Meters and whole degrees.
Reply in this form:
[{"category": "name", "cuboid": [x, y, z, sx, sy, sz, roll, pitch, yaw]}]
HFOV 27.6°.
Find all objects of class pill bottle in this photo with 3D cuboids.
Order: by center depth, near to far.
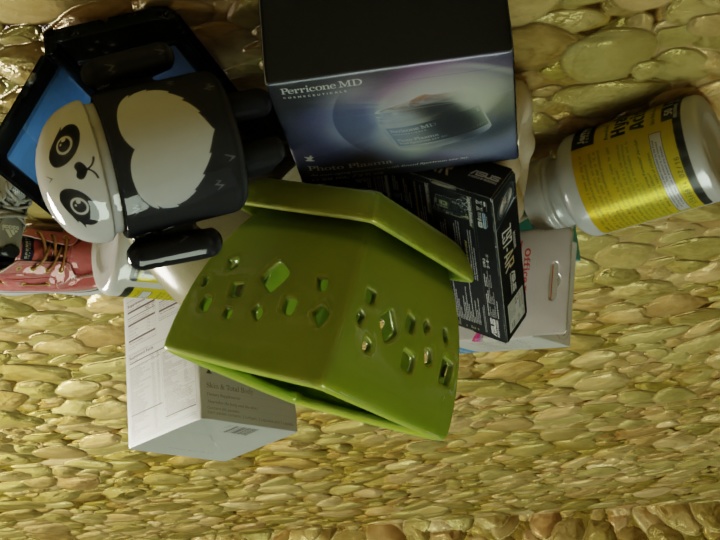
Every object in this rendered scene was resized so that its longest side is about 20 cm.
[{"category": "pill bottle", "cuboid": [0.268, -0.099, 1.500, 0.200, 0.111, 0.111, -17, 156, 27]}, {"category": "pill bottle", "cuboid": [-0.181, -0.021, 1.590, 0.200, 0.113, 0.112, 6, 157, -26]}]

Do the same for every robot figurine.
[{"category": "robot figurine", "cuboid": [-0.166, -0.095, 1.208, 0.200, 0.150, 0.125, -14, 139, -14]}]

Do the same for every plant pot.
[{"category": "plant pot", "cuboid": [-0.024, 0.029, 1.315, 0.200, 0.182, 0.199, 9, 167, 39]}]

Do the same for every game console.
[{"category": "game console", "cuboid": [-0.210, -0.126, 1.306, 0.176, 0.117, 0.200, -10, 159, 12]}]

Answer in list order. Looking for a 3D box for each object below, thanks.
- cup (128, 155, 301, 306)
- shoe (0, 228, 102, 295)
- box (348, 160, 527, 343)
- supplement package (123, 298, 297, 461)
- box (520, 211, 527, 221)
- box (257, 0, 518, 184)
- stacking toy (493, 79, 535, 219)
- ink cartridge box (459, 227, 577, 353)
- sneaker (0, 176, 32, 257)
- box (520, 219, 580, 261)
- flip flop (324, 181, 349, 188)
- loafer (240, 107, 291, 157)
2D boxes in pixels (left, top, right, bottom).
[{"category": "cup", "cuboid": [-0.149, -0.049, 1.457, 0.143, 0.200, 0.200, 25, 163, 12]}, {"category": "shoe", "cuboid": [-0.345, -0.013, 1.628, 0.200, 0.072, 0.091, -6, 165, 14]}, {"category": "box", "cuboid": [0.073, -0.032, 1.389, 0.160, 0.044, 0.200, 20, 144, 27]}, {"category": "supplement package", "cuboid": [-0.188, 0.116, 1.822, 0.152, 0.200, 0.151, 14, 151, -41]}, {"category": "box", "cuboid": [0.091, -0.052, 1.644, 0.082, 0.049, 0.200, 11, 154, -35]}, {"category": "box", "cuboid": [0.027, -0.172, 1.237, 0.200, 0.123, 0.198, -7, 158, 5]}, {"category": "stacking toy", "cuboid": [0.063, -0.118, 1.415, 0.200, 0.146, 0.146, 6, 161, 12]}, {"category": "ink cartridge box", "cuboid": [0.160, 0.023, 1.545, 0.068, 0.115, 0.200, 16, 164, -42]}, {"category": "sneaker", "cuboid": [-0.323, -0.073, 1.417, 0.200, 0.116, 0.075, -22, 153, 38]}, {"category": "box", "cuboid": [0.163, -0.011, 1.790, 0.200, 0.049, 0.082, -23, 153, 39]}, {"category": "flip flop", "cuboid": [-0.022, -0.069, 1.595, 0.081, 0.058, 0.200, -10, 175, -7]}, {"category": "loafer", "cuboid": [-0.119, -0.110, 1.343, 0.200, 0.073, 0.071, -16, 155, -30]}]
